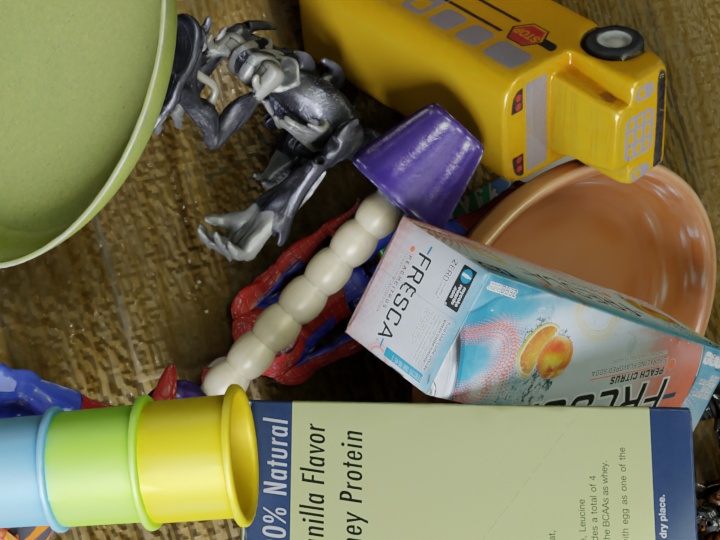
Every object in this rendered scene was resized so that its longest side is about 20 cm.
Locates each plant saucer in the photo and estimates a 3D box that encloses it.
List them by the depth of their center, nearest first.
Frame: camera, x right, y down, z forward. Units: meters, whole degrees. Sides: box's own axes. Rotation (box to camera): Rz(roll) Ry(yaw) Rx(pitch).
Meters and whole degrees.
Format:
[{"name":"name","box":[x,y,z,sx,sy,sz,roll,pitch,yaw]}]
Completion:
[{"name":"plant saucer","box":[-0.147,-0.098,0.821,0.031,0.200,0.200,11,76,-49]},{"name":"plant saucer","box":[0.104,0.029,0.960,0.200,0.037,0.201,-19,125,-29]}]

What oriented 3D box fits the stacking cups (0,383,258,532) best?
[{"name":"stacking cups","box":[-0.146,0.087,0.762,0.200,0.061,0.061,-6,83,5]}]

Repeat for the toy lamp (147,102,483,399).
[{"name":"toy lamp","box":[-0.019,0.004,0.874,0.058,0.058,0.200,40,93,-16]}]

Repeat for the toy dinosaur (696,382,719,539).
[{"name":"toy dinosaur","box":[0.237,0.112,0.998,0.200,0.136,0.102,-43,125,16]}]

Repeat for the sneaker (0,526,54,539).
[{"name":"sneaker","box":[-0.175,0.145,0.801,0.078,0.112,0.200,32,68,-19]}]

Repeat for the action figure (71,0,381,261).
[{"name":"action figure","box":[-0.064,-0.076,0.897,0.119,0.102,0.200,52,14,30]}]

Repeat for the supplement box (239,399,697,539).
[{"name":"supplement box","box":[0.044,0.170,0.829,0.199,0.134,0.200,1,72,-3]}]

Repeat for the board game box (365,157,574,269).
[{"name":"board game box","box":[0.101,-0.012,1.017,0.200,0.030,0.096,-28,94,-30]}]

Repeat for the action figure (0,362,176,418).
[{"name":"action figure","box":[-0.186,0.031,0.815,0.200,0.065,0.099,5,60,-17]}]

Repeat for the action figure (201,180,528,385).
[{"name":"action figure","box":[0.000,0.000,0.935,0.200,0.052,0.065,-37,100,-8]}]

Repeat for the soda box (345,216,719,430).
[{"name":"soda box","box":[0.091,0.036,0.879,0.200,0.068,0.064,17,103,-43]}]

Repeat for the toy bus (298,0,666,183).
[{"name":"toy bus","box":[0.060,-0.106,0.917,0.078,0.200,0.065,-29,135,-29]}]
